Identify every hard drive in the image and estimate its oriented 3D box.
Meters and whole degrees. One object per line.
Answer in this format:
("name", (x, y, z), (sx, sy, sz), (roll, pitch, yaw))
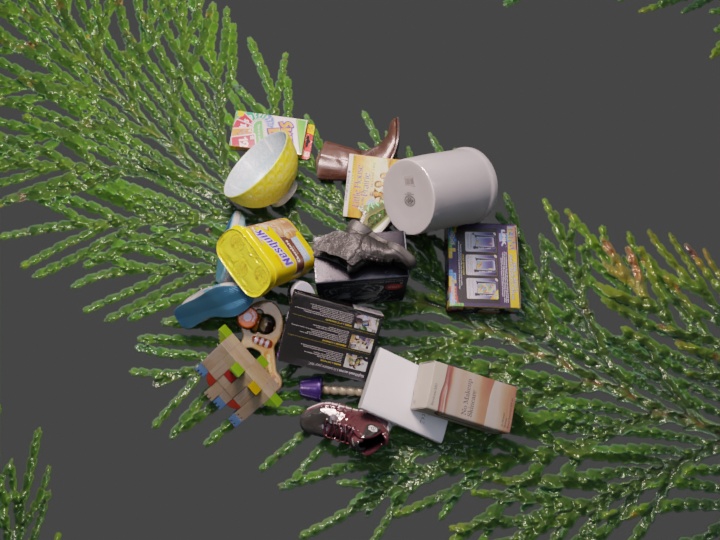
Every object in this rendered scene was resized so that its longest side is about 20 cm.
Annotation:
("hard drive", (0.103, 0.265, 1.474), (0.198, 0.026, 0.134), (26, 69, -15))

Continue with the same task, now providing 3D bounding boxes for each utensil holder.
("utensil holder", (0.170, -0.169, 1.500), (0.198, 0.170, 0.172), (-16, 70, -39))

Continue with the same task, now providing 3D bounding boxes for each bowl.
("bowl", (-0.208, -0.212, 1.605), (0.108, 0.199, 0.201), (44, 73, -31))

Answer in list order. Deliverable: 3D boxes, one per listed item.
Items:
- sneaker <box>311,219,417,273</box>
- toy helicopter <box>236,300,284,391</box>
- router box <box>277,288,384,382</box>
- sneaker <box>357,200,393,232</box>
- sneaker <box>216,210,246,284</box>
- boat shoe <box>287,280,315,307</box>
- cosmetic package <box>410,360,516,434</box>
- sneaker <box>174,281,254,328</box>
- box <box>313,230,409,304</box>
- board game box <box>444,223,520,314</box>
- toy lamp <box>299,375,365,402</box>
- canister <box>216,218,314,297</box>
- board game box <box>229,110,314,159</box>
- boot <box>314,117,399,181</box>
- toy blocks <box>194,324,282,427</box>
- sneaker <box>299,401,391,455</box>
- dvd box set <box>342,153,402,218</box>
("sneaker", (0.007, -0.028, 1.399), (0.198, 0.060, 0.105), (32, 73, 14))
("toy helicopter", (-0.196, 0.166, 1.528), (0.130, 0.079, 0.204), (-8, 83, -13))
("router box", (-0.064, 0.137, 1.469), (0.197, 0.051, 0.152), (15, 96, -8))
("sneaker", (0.036, -0.131, 1.585), (0.088, 0.077, 0.201), (39, 96, 7))
("sneaker", (-0.253, -0.038, 1.587), (0.129, 0.080, 0.203), (18, 51, -21))
("boat shoe", (-0.113, 0.122, 1.534), (0.069, 0.066, 0.203), (-27, 97, -29))
("cosmetic package", (0.215, 0.266, 1.452), (0.197, 0.087, 0.105), (18, 73, -14))
("sneaker", (-0.309, 0.062, 1.505), (0.197, 0.081, 0.077), (-15, 109, 25))
("box", (0.000, 0.000, 1.514), (0.196, 0.182, 0.106), (-4, 72, -2))
("board game box", (0.275, -0.006, 1.586), (0.162, 0.057, 0.204), (3, 72, -2))
("toy lamp", (-0.033, 0.257, 1.497), (0.196, 0.058, 0.059), (2, 72, 0))
("canister", (-0.197, -0.035, 1.497), (0.086, 0.199, 0.149), (-42, 82, 27))
("board game box", (-0.214, -0.330, 1.698), (0.196, 0.030, 0.097), (9, 73, -1))
("boot", (-0.008, -0.295, 1.672), (0.196, 0.064, 0.190), (9, 74, 6))
("toy blocks", (-0.271, 0.236, 1.472), (0.136, 0.100, 0.200), (-40, 92, 28))
("sneaker", (-0.031, 0.330, 1.435), (0.196, 0.116, 0.077), (1, 106, 0))
("dvd box set", (0.063, -0.188, 1.622), (0.196, 0.029, 0.149), (8, 100, 1))
